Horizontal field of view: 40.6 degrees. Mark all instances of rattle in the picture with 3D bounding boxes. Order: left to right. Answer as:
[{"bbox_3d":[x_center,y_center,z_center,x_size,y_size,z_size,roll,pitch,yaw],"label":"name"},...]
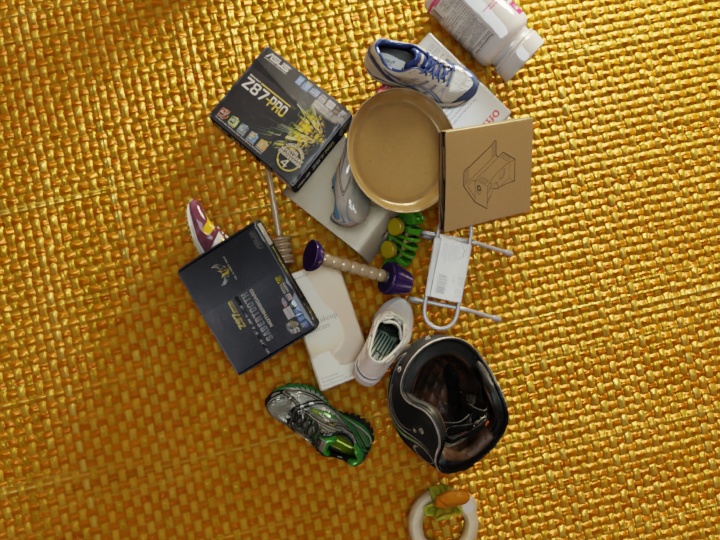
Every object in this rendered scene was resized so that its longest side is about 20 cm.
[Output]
[{"bbox_3d":[0.139,0.465,1.611,0.128,0.142,0.204,26,79,-21],"label":"rattle"}]

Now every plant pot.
[{"bbox_3d":[0.067,-0.195,1.591,0.196,0.027,0.205,1,86,-19],"label":"plant pot"}]

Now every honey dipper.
[{"bbox_3d":[-0.147,-0.109,1.673,0.037,0.038,0.205,-9,84,-4],"label":"honey dipper"}]

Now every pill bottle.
[{"bbox_3d":[0.215,-0.429,1.676,0.200,0.113,0.114,44,85,-1],"label":"pill bottle"}]

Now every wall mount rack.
[{"bbox_3d":[0.175,0.009,1.672,0.170,0.075,0.205,12,86,0],"label":"wall mount rack"}]

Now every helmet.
[{"bbox_3d":[0.133,0.210,1.593,0.198,0.201,0.192,-33,53,-5],"label":"helmet"}]

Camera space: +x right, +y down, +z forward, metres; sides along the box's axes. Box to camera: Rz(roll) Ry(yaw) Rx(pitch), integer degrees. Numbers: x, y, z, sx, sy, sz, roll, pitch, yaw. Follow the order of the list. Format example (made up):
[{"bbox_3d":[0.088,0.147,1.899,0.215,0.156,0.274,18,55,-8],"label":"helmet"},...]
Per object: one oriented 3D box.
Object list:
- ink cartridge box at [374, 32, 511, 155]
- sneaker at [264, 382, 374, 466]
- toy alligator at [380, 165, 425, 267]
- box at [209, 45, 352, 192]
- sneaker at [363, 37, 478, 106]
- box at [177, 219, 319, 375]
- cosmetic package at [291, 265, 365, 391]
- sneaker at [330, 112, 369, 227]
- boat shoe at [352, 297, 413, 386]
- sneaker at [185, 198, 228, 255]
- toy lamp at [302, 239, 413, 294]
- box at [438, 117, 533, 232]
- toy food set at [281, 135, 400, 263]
[{"bbox_3d":[0.139,-0.279,1.676,0.200,0.084,0.145,44,84,0],"label":"ink cartridge box"},{"bbox_3d":[-0.069,0.256,1.619,0.197,0.085,0.079,25,113,-1],"label":"sneaker"},{"bbox_3d":[0.084,-0.077,1.644,0.054,0.059,0.204,31,113,33],"label":"toy alligator"},{"bbox_3d":[-0.134,-0.257,1.654,0.199,0.049,0.162,40,83,12],"label":"box"},{"bbox_3d":[0.101,-0.324,1.591,0.195,0.088,0.077,13,82,-4],"label":"sneaker"},{"bbox_3d":[-0.182,0.044,1.585,0.156,0.051,0.203,-29,94,9],"label":"box"},{"bbox_3d":[-0.054,0.090,1.647,0.103,0.071,0.204,-20,88,-5],"label":"cosmetic package"},{"bbox_3d":[-0.015,-0.172,1.620,0.071,0.071,0.205,-4,70,36],"label":"sneaker"},{"bbox_3d":[0.051,0.107,1.603,0.073,0.067,0.202,30,44,-4],"label":"boat shoe"},{"bbox_3d":[-0.228,-0.035,1.644,0.089,0.075,0.204,-22,97,-3],"label":"sneaker"},{"bbox_3d":[0.000,0.000,1.609,0.197,0.058,0.060,14,85,-28],"label":"toy lamp"},{"bbox_3d":[0.211,-0.163,1.629,0.197,0.021,0.167,-14,111,-34],"label":"box"},{"bbox_3d":[-0.022,-0.131,1.676,0.199,0.060,0.144,37,85,7],"label":"toy food set"}]
